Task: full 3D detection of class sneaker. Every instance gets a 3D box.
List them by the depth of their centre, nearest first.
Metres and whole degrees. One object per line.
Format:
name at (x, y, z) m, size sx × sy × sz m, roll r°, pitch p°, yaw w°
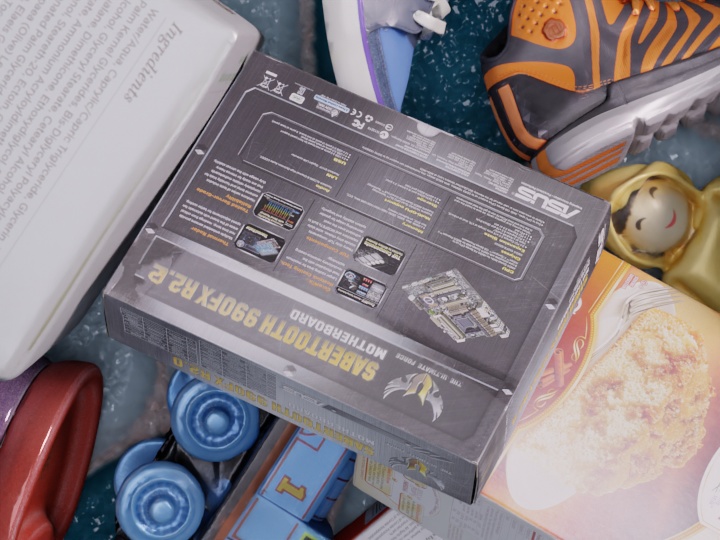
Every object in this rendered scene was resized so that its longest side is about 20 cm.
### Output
sneaker at (0.055, -0.174, 1.114) m, size 0.146 × 0.081 × 0.201 m, roll -3°, pitch 90°, yaw 6°
sneaker at (0.152, -0.131, 1.119) m, size 0.199 × 0.078 × 0.112 m, roll -25°, pitch 76°, yaw -13°

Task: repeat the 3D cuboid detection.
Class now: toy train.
toy train at (-0.049, 0.089, 1.143) m, size 0.114 × 0.087 × 0.200 m, roll 32°, pitch 93°, yaw -11°

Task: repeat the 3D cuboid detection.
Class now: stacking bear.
stacking bear at (-0.245, 0.068, 1.134) m, size 0.199 × 0.121 × 0.114 m, roll 19°, pitch 97°, yaw 7°

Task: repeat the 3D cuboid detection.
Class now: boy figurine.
boy figurine at (0.208, -0.006, 1.136) m, size 0.199 × 0.064 × 0.125 m, roll 30°, pitch 98°, yaw -5°

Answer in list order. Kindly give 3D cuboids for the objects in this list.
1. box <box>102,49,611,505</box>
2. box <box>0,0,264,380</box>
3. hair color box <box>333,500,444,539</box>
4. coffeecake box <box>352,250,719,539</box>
box at (0.000, 0.000, 1.056) m, size 0.199 × 0.048 × 0.159 m, roll 23°, pitch 63°, yaw 11°
box at (-0.172, -0.081, 1.069) m, size 0.171 × 0.199 × 0.200 m, roll 35°, pitch 95°, yaw -2°
hair color box at (0.085, 0.190, 1.156) m, size 0.101 × 0.061 × 0.200 m, roll -40°, pitch 92°, yaw 4°
coffeecake box at (0.121, 0.083, 1.082) m, size 0.199 × 0.073 × 0.154 m, roll 29°, pitch 61°, yaw 14°
